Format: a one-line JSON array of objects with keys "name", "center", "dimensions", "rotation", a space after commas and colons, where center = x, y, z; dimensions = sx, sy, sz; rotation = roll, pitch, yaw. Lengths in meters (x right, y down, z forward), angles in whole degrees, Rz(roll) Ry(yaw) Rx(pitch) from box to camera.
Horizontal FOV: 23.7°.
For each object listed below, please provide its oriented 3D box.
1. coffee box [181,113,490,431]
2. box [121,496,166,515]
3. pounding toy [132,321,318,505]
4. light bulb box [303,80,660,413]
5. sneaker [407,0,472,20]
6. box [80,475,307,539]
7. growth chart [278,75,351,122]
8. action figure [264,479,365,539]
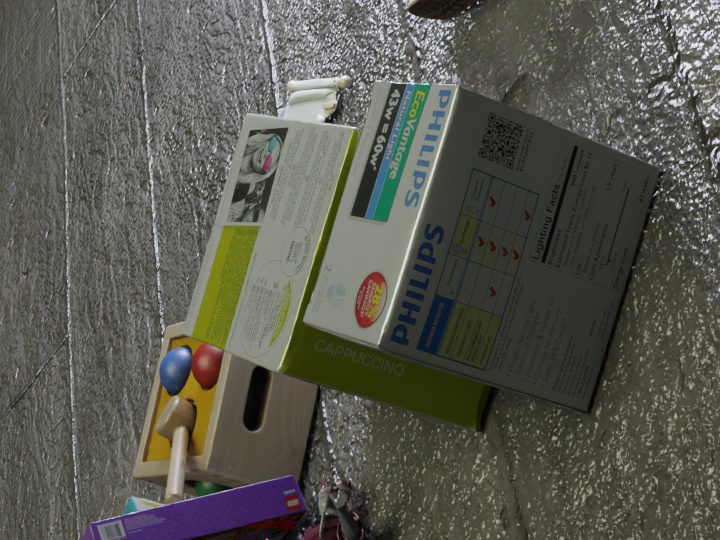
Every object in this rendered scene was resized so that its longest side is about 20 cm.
[{"name": "coffee box", "center": [0.000, 0.000, 1.426], "dimensions": [0.197, 0.199, 0.201], "rotation": [14, 86, 60]}, {"name": "box", "center": [-0.174, 0.302, 1.669], "dimensions": [0.049, 0.082, 0.200], "rotation": [-63, 31, 17]}, {"name": "pounding toy", "center": [-0.140, 0.145, 1.629], "dimensions": [0.184, 0.142, 0.201], "rotation": [-15, 59, 56]}, {"name": "light bulb box", "center": [0.090, -0.019, 1.287], "dimensions": [0.125, 0.199, 0.200], "rotation": [14, 86, 59]}, {"name": "sneaker", "center": [0.105, -0.299, 1.540], "dimensions": [0.200, 0.067, 0.091], "rotation": [-22, 61, 57]}, {"name": "box", "center": [-0.160, 0.247, 1.534], "dimensions": [0.039, 0.199, 0.137], "rotation": [67, 149, 23]}, {"name": "growth chart", "center": [-0.077, -0.111, 1.792], "dimensions": [0.144, 0.018, 0.201], "rotation": [17, 89, 60]}, {"name": "action figure", "center": [-0.028, 0.265, 1.459], "dimensions": [0.133, 0.149, 0.201], "rotation": [-21, 37, 39]}]
